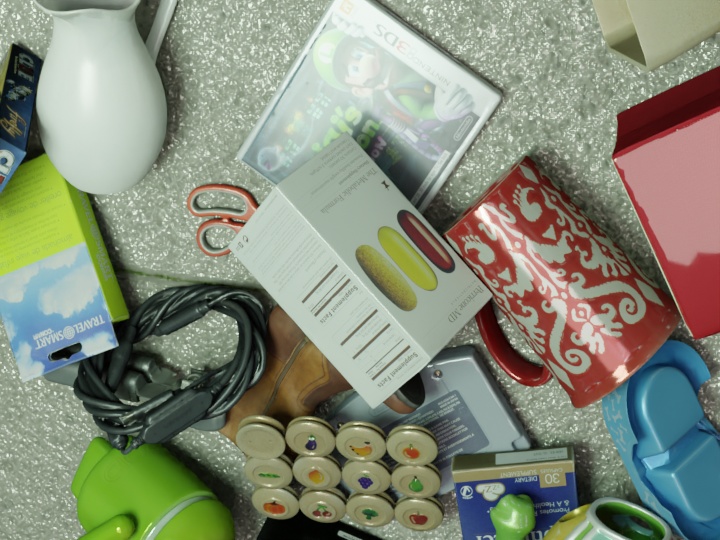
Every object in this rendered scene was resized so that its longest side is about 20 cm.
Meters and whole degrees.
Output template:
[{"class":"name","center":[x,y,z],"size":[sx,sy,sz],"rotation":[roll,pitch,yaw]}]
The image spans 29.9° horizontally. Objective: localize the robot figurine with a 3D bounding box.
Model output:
[{"class":"robot figurine","center":[-0.208,0.251,1.366],"size":[0.199,0.175,0.117],"rotation":[35,103,30]}]

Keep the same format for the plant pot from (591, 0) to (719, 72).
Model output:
[{"class":"plant pot","center":[0.265,-0.294,1.081],"size":[0.175,0.200,0.203],"rotation":[-20,103,6]}]

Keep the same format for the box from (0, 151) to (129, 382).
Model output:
[{"class":"box","center":[-0.311,-0.005,1.339],"size":[0.120,0.048,0.203],"rotation":[-20,88,17]}]

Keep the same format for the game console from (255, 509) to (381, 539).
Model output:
[{"class":"game console","center":[-0.031,0.354,1.358],"size":[0.198,0.176,0.118],"rotation":[22,118,3]}]

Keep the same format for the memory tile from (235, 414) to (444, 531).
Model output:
[{"class":"memory tile","center":[-0.018,0.199,1.313],"size":[0.197,0.017,0.155],"rotation":[3,132,10]}]

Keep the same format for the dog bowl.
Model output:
[{"class":"dog bowl","center":[0.293,0.162,1.262],"size":[0.049,0.111,0.202],"rotation":[-9,111,59]}]

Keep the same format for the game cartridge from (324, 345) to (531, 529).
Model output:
[{"class":"game cartridge","center":[0.054,0.162,1.347],"size":[0.198,0.041,0.134],"rotation":[-29,103,19]}]

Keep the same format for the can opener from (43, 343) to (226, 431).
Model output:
[{"class":"can opener","center":[-0.230,0.123,1.374],"size":[0.197,0.053,0.068],"rotation":[11,124,19]}]

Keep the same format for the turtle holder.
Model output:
[{"class":"turtle holder","center":[0.220,0.277,1.261],"size":[0.185,0.139,0.133],"rotation":[39,126,44]}]

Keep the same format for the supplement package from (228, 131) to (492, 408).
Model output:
[{"class":"supplement package","center":[0.000,0.000,1.211],"size":[0.200,0.114,0.110],"rotation":[47,139,2]}]

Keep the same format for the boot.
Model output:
[{"class":"boot","center":[-0.047,0.136,1.320],"size":[0.187,0.068,0.202],"rotation":[37,112,17]}]

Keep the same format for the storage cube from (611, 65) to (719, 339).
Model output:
[{"class":"storage cube","center":[0.329,-0.073,1.140],"size":[0.178,0.171,0.202],"rotation":[-23,102,18]}]

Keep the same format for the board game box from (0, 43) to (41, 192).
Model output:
[{"class":"board game box","center":[-0.351,-0.112,1.258],"size":[0.034,0.201,0.136],"rotation":[29,114,-24]}]

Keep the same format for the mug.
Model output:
[{"class":"mug","center":[0.163,0.019,1.230],"size":[0.177,0.133,0.200],"rotation":[-42,92,18]}]

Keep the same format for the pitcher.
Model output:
[{"class":"pitcher","center":[-0.224,-0.187,1.251],"size":[0.120,0.171,0.202],"rotation":[29,135,27]}]

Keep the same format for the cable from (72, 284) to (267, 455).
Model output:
[{"class":"cable","center":[-0.181,0.086,1.319],"size":[0.199,0.163,0.051],"rotation":[-36,136,-11]}]

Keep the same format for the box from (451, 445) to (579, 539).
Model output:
[{"class":"box","center":[0.162,0.271,1.341],"size":[0.119,0.033,0.203],"rotation":[-7,116,8]}]

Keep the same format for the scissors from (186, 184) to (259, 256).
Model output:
[{"class":"scissors","center":[-0.075,-0.045,1.318],"size":[0.197,0.014,0.074],"rotation":[4,106,12]}]

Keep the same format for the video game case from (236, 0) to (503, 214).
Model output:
[{"class":"video game case","center":[0.006,-0.135,1.268],"size":[0.181,0.023,0.201],"rotation":[35,111,0]}]
